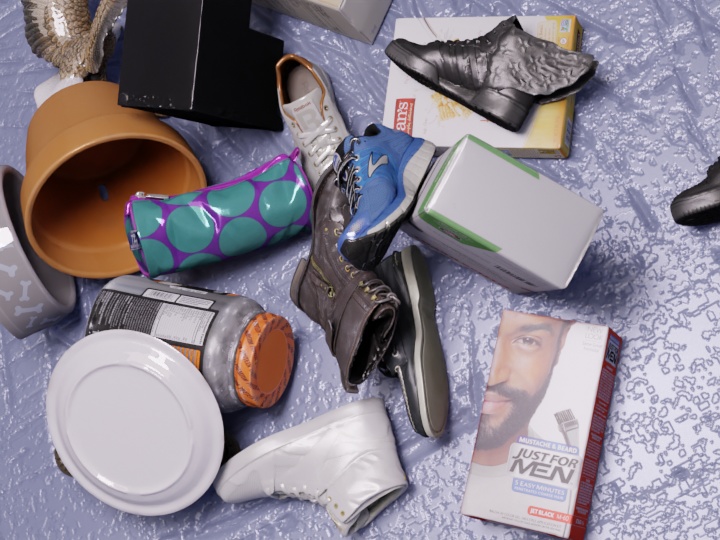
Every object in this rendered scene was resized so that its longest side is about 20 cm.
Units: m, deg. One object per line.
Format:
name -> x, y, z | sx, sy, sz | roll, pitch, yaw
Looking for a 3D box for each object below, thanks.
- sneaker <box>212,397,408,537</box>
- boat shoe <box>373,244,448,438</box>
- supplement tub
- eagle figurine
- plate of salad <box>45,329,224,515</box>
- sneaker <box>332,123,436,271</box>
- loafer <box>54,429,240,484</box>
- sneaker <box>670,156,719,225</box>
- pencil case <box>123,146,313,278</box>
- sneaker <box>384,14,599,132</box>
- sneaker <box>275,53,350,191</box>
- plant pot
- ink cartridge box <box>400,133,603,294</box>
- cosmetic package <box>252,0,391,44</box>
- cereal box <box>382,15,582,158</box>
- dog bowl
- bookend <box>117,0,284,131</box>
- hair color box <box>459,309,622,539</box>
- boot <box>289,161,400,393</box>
sneaker -> -0.050, 0.219, 1.412 | 0.199, 0.074, 0.116 | -26, 66, 13
boat shoe -> 0.041, 0.075, 1.410 | 0.066, 0.074, 0.201 | -15, 71, 20
supplement tub -> -0.177, 0.078, 1.471 | 0.198, 0.122, 0.124 | 10, 81, 24
eagle figurine -> -0.305, -0.276, 1.598 | 0.150, 0.202, 0.151 | -9, 27, -13
plate of salad -> -0.227, 0.153, 1.429 | 0.198, 0.048, 0.202 | 5, 108, 16
sneaker -> 0.006, -0.075, 1.339 | 0.089, 0.200, 0.079 | 27, 126, -3
loafer -> -0.222, 0.188, 1.494 | 0.198, 0.067, 0.077 | 4, 90, 6
sneaker -> 0.377, -0.121, 1.325 | 0.198, 0.060, 0.105 | -19, 72, 11
pencil case -> -0.148, -0.059, 1.479 | 0.198, 0.085, 0.093 | -17, 108, -8
sneaker -> 0.129, -0.212, 1.412 | 0.199, 0.060, 0.105 | 32, 92, 20
sneaker -> -0.046, -0.138, 1.492 | 0.072, 0.085, 0.201 | -28, 73, 12
plant pot -> -0.281, -0.112, 1.533 | 0.200, 0.200, 0.141 | -37, 51, 10
ink cartridge box -> 0.125, -0.047, 1.317 | 0.145, 0.200, 0.085 | 29, 86, -4
cosmetic package -> -0.071, -0.324, 1.539 | 0.199, 0.105, 0.072 | 23, 86, 24
cereal box -> 0.124, -0.191, 1.461 | 0.198, 0.039, 0.145 | 2, 78, 23
dog bowl -> -0.376, -0.025, 1.540 | 0.058, 0.200, 0.201 | -22, 69, 3
bookend -> -0.156, -0.258, 1.481 | 0.091, 0.198, 0.202 | 7, 93, 24
hair color box -> 0.173, 0.148, 1.345 | 0.110, 0.064, 0.202 | 8, 79, 24
boot -> 0.000, 0.000, 1.394 | 0.174, 0.069, 0.202 | 47, 125, 57
